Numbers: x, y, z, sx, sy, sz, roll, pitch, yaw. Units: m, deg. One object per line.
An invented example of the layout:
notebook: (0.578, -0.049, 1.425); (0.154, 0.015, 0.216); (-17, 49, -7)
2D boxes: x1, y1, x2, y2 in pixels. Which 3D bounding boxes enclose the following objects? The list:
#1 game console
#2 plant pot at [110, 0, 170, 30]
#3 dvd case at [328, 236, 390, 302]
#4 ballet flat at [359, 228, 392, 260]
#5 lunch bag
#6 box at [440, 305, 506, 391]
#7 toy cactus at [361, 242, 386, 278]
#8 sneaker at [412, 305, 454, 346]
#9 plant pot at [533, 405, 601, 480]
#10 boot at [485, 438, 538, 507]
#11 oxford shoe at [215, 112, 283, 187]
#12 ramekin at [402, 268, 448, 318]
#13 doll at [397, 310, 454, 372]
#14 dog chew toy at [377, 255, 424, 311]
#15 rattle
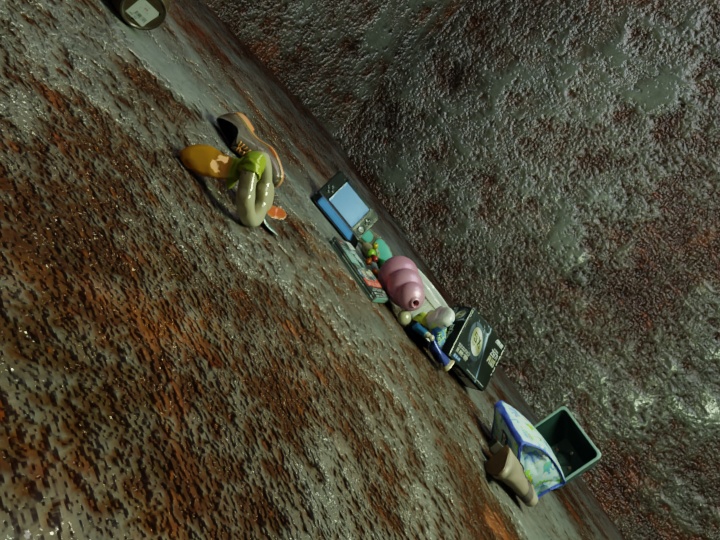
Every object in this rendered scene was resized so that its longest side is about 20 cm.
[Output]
game console: (-0.042, -0.190, 1.635); (0.201, 0.176, 0.116); (49, -18, -10)
plant pot: (-0.472, -0.618, 1.124); (0.186, 0.183, 0.205); (29, 38, -62)
dvd case: (0.000, 0.000, 1.421); (0.202, 0.022, 0.146); (56, 11, 13)
ballet flat: (0.035, -0.098, 1.795); (0.200, 0.068, 0.075); (46, -4, -16)
lunch bag: (0.427, 0.464, 1.399); (0.203, 0.125, 0.171); (58, 4, -24)
box: (0.326, 0.234, 1.598); (0.200, 0.166, 0.085); (46, -23, -27)
toy cactus: (0.061, -0.037, 1.650); (0.198, 0.103, 0.165); (24, 18, -50)
sneaker: (0.223, 0.163, 1.495); (0.106, 0.075, 0.199); (52, -20, -8)
plant pot: (0.698, 0.634, 1.853); (0.198, 0.194, 0.201); (58, 4, 38)
boot: (0.352, 0.475, 1.217); (0.148, 0.070, 0.200); (54, 11, 2)
oxford shoe: (-0.246, -0.261, 1.169); (0.201, 0.071, 0.072); (49, 30, 10)
ramekin: (0.195, 0.102, 1.681); (0.201, 0.104, 0.201); (49, 10, -12)
doll: (0.175, 0.186, 1.452); (0.201, 0.048, 0.136); (49, -9, -4)
dog chew toy: (0.122, 0.042, 1.487); (0.125, 0.124, 0.201); (44, 8, -28)
rattle: (-0.215, -0.133, 0.937); (0.200, 0.138, 0.135); (85, -1, -83)
